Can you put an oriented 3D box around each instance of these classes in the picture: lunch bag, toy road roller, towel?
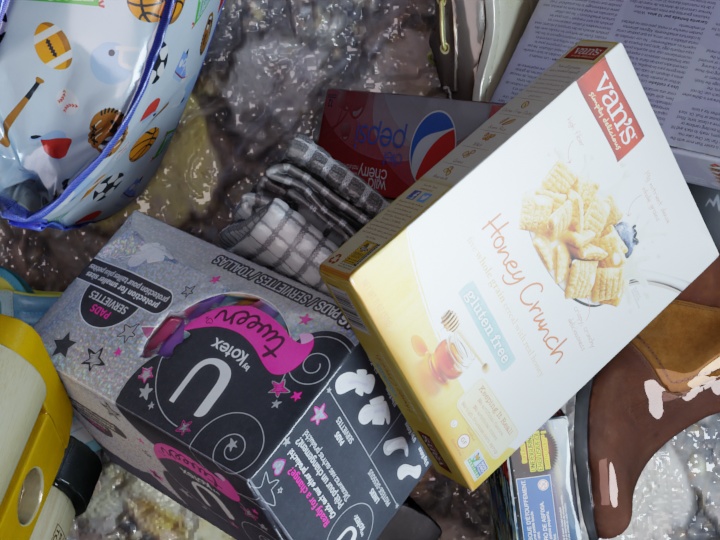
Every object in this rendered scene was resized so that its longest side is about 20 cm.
[{"bbox_3d":[-0.161,-0.124,0.867,0.122,0.170,0.203,18,93,2],"label":"lunch bag"},{"bbox_3d":[-0.240,0.115,0.797,0.144,0.201,0.124,10,54,10],"label":"toy road roller"},{"bbox_3d":[0.000,0.000,0.868,0.165,0.200,0.086,38,79,-5],"label":"towel"}]

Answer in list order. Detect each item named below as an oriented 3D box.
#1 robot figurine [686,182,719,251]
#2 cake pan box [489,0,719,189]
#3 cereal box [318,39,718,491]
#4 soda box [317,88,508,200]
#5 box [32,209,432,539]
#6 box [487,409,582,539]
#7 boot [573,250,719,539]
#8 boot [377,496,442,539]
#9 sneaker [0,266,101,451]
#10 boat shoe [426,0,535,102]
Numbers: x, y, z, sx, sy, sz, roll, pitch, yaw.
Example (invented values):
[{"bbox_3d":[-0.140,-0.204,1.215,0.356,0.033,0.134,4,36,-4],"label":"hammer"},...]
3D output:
[{"bbox_3d":[0.236,-0.037,0.919,0.148,0.124,0.203,5,94,23],"label":"robot figurine"},{"bbox_3d":[0.192,-0.149,0.872,0.198,0.052,0.186,16,74,38],"label":"cake pan box"},{"bbox_3d":[0.089,-0.005,0.757,0.200,0.039,0.145,-41,117,-17],"label":"cereal box"},{"bbox_3d":[0.052,-0.068,0.866,0.069,0.199,0.064,9,94,-33],"label":"soda box"},{"bbox_3d":[-0.075,0.072,0.821,0.198,0.133,0.115,22,64,37],"label":"box"},{"bbox_3d":[0.103,0.141,0.883,0.039,0.200,0.139,-7,94,0],"label":"box"},{"bbox_3d":[0.223,0.073,0.801,0.197,0.069,0.190,8,56,18],"label":"boot"},{"bbox_3d":[-0.064,0.198,0.944,0.164,0.066,0.201,37,94,-13],"label":"boot"},{"bbox_3d":[-0.248,0.073,0.924,0.197,0.079,0.132,-20,97,-11],"label":"sneaker"},{"bbox_3d":[0.075,-0.153,0.932,0.059,0.071,0.203,11,110,36],"label":"boat shoe"}]
